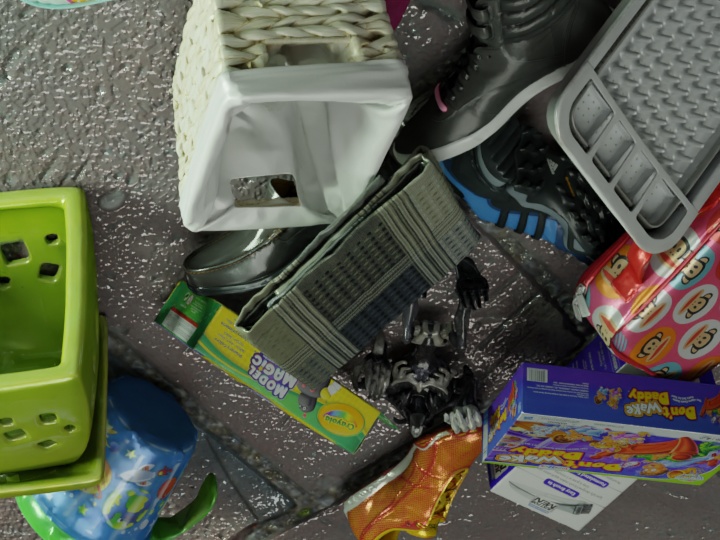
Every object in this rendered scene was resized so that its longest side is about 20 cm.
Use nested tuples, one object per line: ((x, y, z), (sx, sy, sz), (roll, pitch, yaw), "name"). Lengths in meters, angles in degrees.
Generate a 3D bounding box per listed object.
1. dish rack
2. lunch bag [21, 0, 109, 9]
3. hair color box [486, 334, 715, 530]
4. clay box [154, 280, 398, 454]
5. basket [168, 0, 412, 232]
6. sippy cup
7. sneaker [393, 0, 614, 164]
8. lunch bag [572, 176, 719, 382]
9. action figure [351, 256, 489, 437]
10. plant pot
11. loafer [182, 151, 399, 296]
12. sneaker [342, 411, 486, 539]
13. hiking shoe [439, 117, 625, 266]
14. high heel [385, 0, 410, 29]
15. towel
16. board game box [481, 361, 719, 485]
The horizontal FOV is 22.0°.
((0.223, -0.133, 1.365), (0.200, 0.043, 0.172), (-52, 125, -12), "dish rack")
((-0.158, -0.258, 1.259), (0.198, 0.077, 0.161), (-5, 134, 1), "lunch bag")
((0.214, 0.139, 1.657), (0.109, 0.065, 0.200), (26, 123, -25), "hair color box")
((-0.068, 0.087, 1.543), (0.200, 0.115, 0.048), (36, 85, -24), "clay box")
((-0.056, -0.126, 1.309), (0.134, 0.124, 0.200), (-3, 157, -16), "basket")
((-0.214, 0.168, 1.616), (0.131, 0.140, 0.177), (-52, 157, 22), "sippy cup")
((0.087, -0.162, 1.375), (0.199, 0.071, 0.099), (-34, 125, 17), "sneaker")
((0.269, -0.008, 1.471), (0.200, 0.082, 0.176), (-47, 142, 15), "lunch bag")
((0.052, 0.084, 1.569), (0.118, 0.102, 0.201), (11, 132, 4), "action figure")
((-0.298, 0.072, 1.476), (0.198, 0.200, 0.182), (-7, 139, 2), "plant pot")
((-0.057, -0.044, 1.473), (0.199, 0.073, 0.073), (-25, 121, 5), "loafer")
((0.066, 0.194, 1.678), (0.073, 0.077, 0.200), (-15, 155, -47), "sneaker")
((0.138, -0.061, 1.480), (0.086, 0.075, 0.200), (-7, 148, 43), "hiking shoe")
((0.062, -0.249, 1.294), (0.095, 0.067, 0.201), (11, 118, -1), "high heel")
((0.000, 0.000, 1.404), (0.192, 0.035, 0.200), (-42, 158, -1), "towel")
((0.213, 0.130, 1.544), (0.198, 0.045, 0.135), (7, 156, -8), "board game box")
